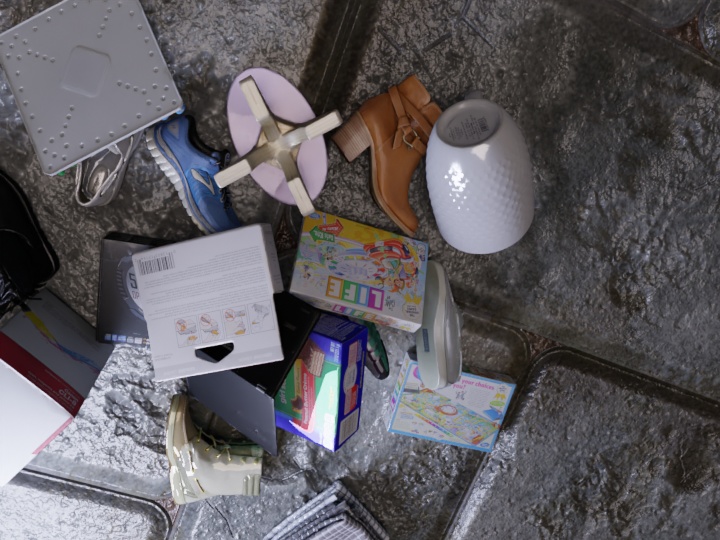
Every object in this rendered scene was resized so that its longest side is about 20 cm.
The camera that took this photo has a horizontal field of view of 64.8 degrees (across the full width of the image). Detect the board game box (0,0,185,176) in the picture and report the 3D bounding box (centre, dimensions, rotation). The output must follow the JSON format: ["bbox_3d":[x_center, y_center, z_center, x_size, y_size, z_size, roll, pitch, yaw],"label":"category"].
[{"bbox_3d":[-0.348,-0.251,0.731,0.197,0.026,0.203,-26,84,2],"label":"board game box"}]

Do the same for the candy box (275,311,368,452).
[{"bbox_3d":[-0.095,0.145,0.845,0.197,0.077,0.173,15,110,30],"label":"candy box"}]

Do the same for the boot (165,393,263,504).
[{"bbox_3d":[-0.233,0.288,0.924,0.151,0.072,0.205,-1,112,-6],"label":"boot"}]

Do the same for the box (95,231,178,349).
[{"bbox_3d":[-0.288,0.039,0.856,0.195,0.044,0.164,9,106,-10],"label":"box"}]

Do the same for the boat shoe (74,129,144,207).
[{"bbox_3d":[-0.341,-0.180,0.771,0.069,0.069,0.204,17,104,-11],"label":"boat shoe"}]

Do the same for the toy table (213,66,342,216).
[{"bbox_3d":[-0.114,-0.175,0.778,0.183,0.117,0.201,-37,109,5],"label":"toy table"}]

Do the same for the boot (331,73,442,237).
[{"bbox_3d":[0.070,-0.165,0.829,0.154,0.074,0.201,-36,110,1],"label":"boot"}]

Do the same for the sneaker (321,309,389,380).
[{"bbox_3d":[-0.028,0.093,0.901,0.086,0.074,0.203,-27,97,12],"label":"sneaker"}]

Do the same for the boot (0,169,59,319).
[{"bbox_3d":[-0.485,-0.041,0.745,0.072,0.163,0.201,-26,108,0],"label":"boot"}]

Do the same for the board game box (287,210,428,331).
[{"bbox_3d":[0.000,0.000,0.838,0.196,0.034,0.137,15,62,-12],"label":"board game box"}]

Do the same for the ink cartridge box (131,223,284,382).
[{"bbox_3d":[-0.200,0.044,0.770,0.195,0.045,0.181,-11,90,13],"label":"ink cartridge box"}]

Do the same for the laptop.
[{"bbox_3d":[-0.159,0.123,0.814,0.185,0.116,0.203,25,78,24],"label":"laptop"}]

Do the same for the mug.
[{"bbox_3d":[0.162,-0.156,0.786,0.144,0.204,0.176,-5,145,17],"label":"mug"}]

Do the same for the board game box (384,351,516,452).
[{"bbox_3d":[0.153,0.228,0.975,0.196,0.034,0.137,15,104,-11],"label":"board game box"}]

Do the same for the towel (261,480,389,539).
[{"bbox_3d":[-0.060,0.500,1.003,0.198,0.086,0.167,-36,109,4],"label":"towel"}]

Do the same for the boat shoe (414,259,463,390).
[{"bbox_3d":[0.130,0.085,0.911,0.070,0.069,0.206,-3,91,-34],"label":"boat shoe"}]

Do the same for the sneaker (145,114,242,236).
[{"bbox_3d":[-0.213,-0.125,0.800,0.088,0.079,0.202,-29,108,5],"label":"sneaker"}]

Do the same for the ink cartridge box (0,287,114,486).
[{"bbox_3d":[-0.464,0.150,0.787,0.145,0.200,0.145,-41,110,7],"label":"ink cartridge box"}]
